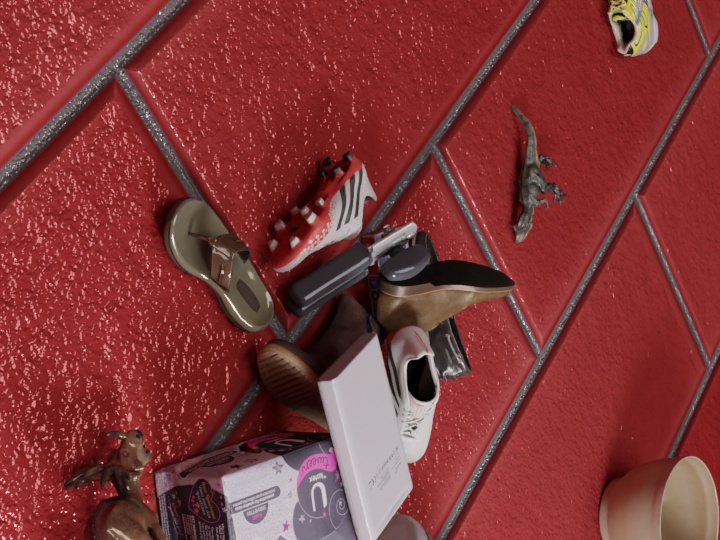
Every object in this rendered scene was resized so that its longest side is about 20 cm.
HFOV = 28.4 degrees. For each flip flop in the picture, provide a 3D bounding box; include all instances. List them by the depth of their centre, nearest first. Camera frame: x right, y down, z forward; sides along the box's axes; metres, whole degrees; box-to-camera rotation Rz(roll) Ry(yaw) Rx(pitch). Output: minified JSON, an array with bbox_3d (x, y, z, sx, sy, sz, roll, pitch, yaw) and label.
[{"bbox_3d":[-0.149,-0.006,1.592,0.200,0.057,0.081,55,49,-33],"label":"flip flop"}]

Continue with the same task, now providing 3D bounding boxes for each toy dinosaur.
[{"bbox_3d":[-0.242,0.252,1.404,0.200,0.085,0.136,-108,176,-72],"label":"toy dinosaur"},{"bbox_3d":[0.261,-0.140,2.107,0.088,0.047,0.202,7,79,-43],"label":"toy dinosaur"}]

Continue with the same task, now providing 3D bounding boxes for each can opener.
[{"bbox_3d":[0.000,0.000,1.725,0.199,0.053,0.067,-28,67,-26],"label":"can opener"}]

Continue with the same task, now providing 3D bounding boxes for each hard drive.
[{"bbox_3d":[0.008,0.190,1.633,0.132,0.026,0.202,-43,123,-58],"label":"hard drive"}]

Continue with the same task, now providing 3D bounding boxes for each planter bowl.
[{"bbox_3d":[0.462,0.392,2.245,0.199,0.134,0.202,4,84,-49],"label":"planter bowl"}]

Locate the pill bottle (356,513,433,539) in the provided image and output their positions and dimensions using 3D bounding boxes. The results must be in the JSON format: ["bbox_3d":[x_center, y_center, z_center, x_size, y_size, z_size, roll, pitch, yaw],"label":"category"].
[{"bbox_3d":[0.075,0.408,1.796,0.200,0.112,0.113,53,51,-34],"label":"pill bottle"}]

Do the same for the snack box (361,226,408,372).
[{"bbox_3d":[0.045,0.047,1.848,0.072,0.024,0.202,-17,101,-50],"label":"snack box"}]

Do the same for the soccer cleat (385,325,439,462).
[{"bbox_3d":[0.066,0.165,1.788,0.068,0.085,0.202,-10,118,-20],"label":"soccer cleat"}]

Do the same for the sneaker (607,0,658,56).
[{"bbox_3d":[0.436,-0.446,2.311,0.076,0.075,0.202,-34,112,-46],"label":"sneaker"}]

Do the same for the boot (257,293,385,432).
[{"bbox_3d":[-0.045,0.096,1.723,0.200,0.072,0.167,46,43,-37],"label":"boot"}]

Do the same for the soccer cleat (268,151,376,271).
[{"bbox_3d":[-0.040,-0.057,1.710,0.085,0.068,0.201,56,44,-27],"label":"soccer cleat"}]

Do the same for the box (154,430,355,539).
[{"bbox_3d":[-0.112,0.261,1.576,0.199,0.114,0.133,-12,97,-50],"label":"box"}]

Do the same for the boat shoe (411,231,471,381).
[{"bbox_3d":[0.109,0.045,1.884,0.067,0.056,0.202,-20,103,-73],"label":"boat shoe"}]

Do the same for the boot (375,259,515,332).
[{"bbox_3d":[0.106,0.035,1.827,0.198,0.074,0.076,-5,117,-27],"label":"boot"}]
